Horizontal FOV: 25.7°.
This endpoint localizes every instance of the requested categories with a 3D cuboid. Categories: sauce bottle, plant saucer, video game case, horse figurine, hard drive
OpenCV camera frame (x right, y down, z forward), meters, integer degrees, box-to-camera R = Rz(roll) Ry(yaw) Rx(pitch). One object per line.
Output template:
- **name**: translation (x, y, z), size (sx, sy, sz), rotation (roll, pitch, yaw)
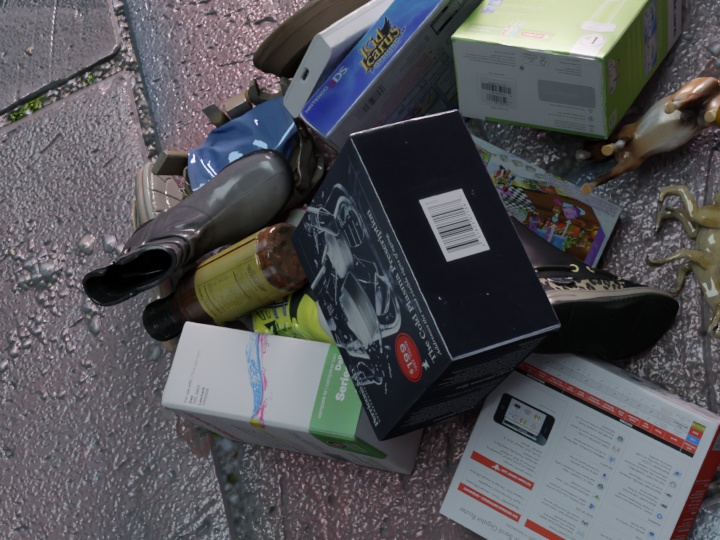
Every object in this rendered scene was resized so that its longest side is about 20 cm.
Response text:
- **sauce bottle**: translation (-0.127, 0.016, 1.465), size (0.200, 0.066, 0.066), rotation (-24, 61, 42)
- **plant saucer**: translation (-0.013, -0.243, 1.526), size (0.200, 0.200, 0.030), rotation (-32, 87, 10)
- **video game case**: translation (0.052, -0.177, 1.470), size (0.045, 0.181, 0.200), rotation (41, 90, 28)
- **horse figurine**: translation (0.266, -0.129, 1.376), size (0.200, 0.132, 0.050), rotation (-34, 90, 29)
- **hard drive**: translation (0.023, -0.227, 1.484), size (0.200, 0.132, 0.026), rotation (-36, 82, -27)

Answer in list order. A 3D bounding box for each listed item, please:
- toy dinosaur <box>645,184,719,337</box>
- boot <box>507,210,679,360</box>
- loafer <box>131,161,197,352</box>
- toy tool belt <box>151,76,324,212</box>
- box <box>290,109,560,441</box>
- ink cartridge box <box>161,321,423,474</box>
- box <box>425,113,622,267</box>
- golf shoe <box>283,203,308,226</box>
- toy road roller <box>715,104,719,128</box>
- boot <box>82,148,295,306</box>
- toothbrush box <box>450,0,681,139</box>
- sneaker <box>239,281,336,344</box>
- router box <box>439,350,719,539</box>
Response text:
- **toy dinosaur**: translation (0.311, -0.041, 1.392), size (0.101, 0.058, 0.201), rotation (12, 84, 11)
- **boot**: translation (0.170, 0.003, 1.355), size (0.154, 0.203, 0.074), rotation (48, 121, 36)
- **loafer**: translation (-0.200, -0.013, 1.589), size (0.063, 0.072, 0.201), rotation (-31, 66, 22)
- **toy tool belt**: translation (-0.096, -0.124, 1.538), size (0.200, 0.123, 0.125), rotation (-34, 48, 10)
- **box**: translation (0.046, 0.007, 1.275), size (0.104, 0.182, 0.201), rotation (-16, 70, -24)
- **ink cartridge box**: translation (-0.057, 0.116, 1.434), size (0.199, 0.145, 0.084), rotation (8, 75, 26)
- **box**: translation (0.118, -0.036, 1.424), size (0.199, 0.039, 0.137), rotation (26, 82, 0)
- **golf shoe**: translation (0.000, 0.000, 1.494), size (0.199, 0.075, 0.092), rotation (23, 85, 29)
- **toy road roller**: translation (0.355, -0.048, 1.284), size (0.146, 0.200, 0.123), rotation (-51, 34, 4)
- **boot**: translation (-0.154, -0.032, 1.455), size (0.200, 0.132, 0.070), rotation (-34, 98, 22)
- **toothbrush box**: translation (0.190, -0.213, 1.424), size (0.145, 0.086, 0.200), rotation (12, 42, 26)
- **sneaker**: translation (-0.054, 0.046, 1.466), size (0.077, 0.075, 0.200), rotation (-52, 24, -5)
- **router box**: translation (0.189, 0.169, 1.339), size (0.199, 0.049, 0.180), rotation (26, 98, 28)
